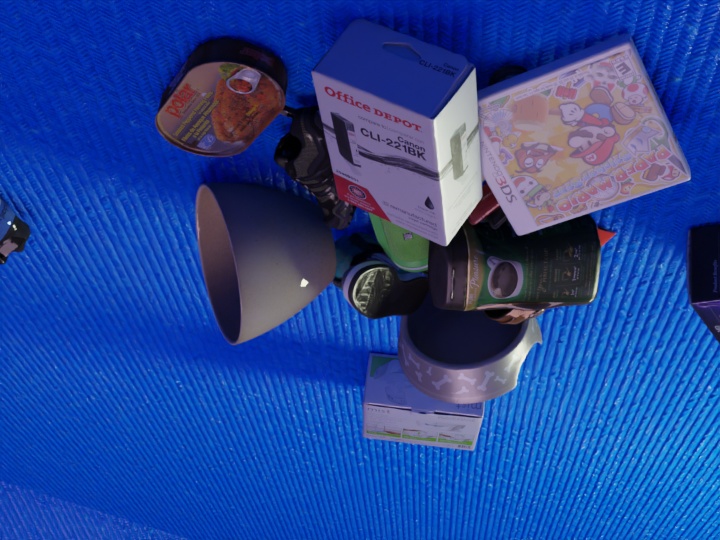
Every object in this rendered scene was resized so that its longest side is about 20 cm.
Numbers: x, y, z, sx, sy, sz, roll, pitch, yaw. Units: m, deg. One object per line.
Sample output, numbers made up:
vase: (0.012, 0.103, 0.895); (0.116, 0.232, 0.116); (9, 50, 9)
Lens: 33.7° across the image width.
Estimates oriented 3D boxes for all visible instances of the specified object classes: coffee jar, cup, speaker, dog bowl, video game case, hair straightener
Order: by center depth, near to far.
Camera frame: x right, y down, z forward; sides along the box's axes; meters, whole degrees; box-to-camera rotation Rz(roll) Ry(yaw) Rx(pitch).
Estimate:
video game case: (0.215, -0.133, 1.223); (0.198, 0.023, 0.183); (-18, 127, 24)
hair straightener: (0.203, -0.113, 1.307); (0.076, 0.041, 0.200); (10, 137, -40)
coffee jar: (0.177, -0.011, 1.397); (0.197, 0.086, 0.105); (-3, 121, -7)
speaker: (0.054, -0.075, 1.412); (0.087, 0.089, 0.200); (2, 154, 12)
cup: (-0.113, -0.020, 1.485); (0.142, 0.202, 0.201); (-11, 160, -19)
dog bowl: (0.142, 0.080, 1.589); (0.197, 0.202, 0.059); (1, 138, 14)

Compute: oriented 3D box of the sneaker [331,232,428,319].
sneaker: (0.000, 0.000, 1.531); (0.120, 0.084, 0.199); (30, -172, 26)

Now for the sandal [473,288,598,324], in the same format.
sandal: (0.196, 0.036, 1.483); (0.197, 0.082, 0.055); (-2, 121, 5)

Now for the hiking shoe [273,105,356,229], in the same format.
hiking shoe: (-0.047, -0.125, 1.371); (0.099, 0.076, 0.201); (13, 146, 9)

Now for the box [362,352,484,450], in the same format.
box: (0.104, 0.224, 1.991); (0.197, 0.098, 0.177); (6, 153, 4)

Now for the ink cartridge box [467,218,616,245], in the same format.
ink cartridge box: (0.209, -0.030, 1.497); (0.198, 0.051, 0.109); (14, 153, -11)

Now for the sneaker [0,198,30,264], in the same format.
sneaker: (-0.546, -0.044, 1.652); (0.198, 0.077, 0.111); (-16, 137, 28)

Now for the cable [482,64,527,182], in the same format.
cable: (0.156, -0.143, 1.284); (0.096, 0.051, 0.200); (7, 154, -12)

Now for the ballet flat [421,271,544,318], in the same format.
ballet flat: (0.151, 0.021, 1.561); (0.198, 0.047, 0.067); (18, -172, 22)

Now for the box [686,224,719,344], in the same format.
box: (0.512, 0.011, 1.436); (0.198, 0.106, 0.148); (-10, 149, 32)

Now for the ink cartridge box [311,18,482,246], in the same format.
ink cartridge box: (0.042, -0.138, 1.206); (0.143, 0.084, 0.201); (25, 151, 24)

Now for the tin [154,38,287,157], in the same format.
tin: (-0.154, -0.187, 1.299); (0.111, 0.042, 0.200); (16, 153, -25)
